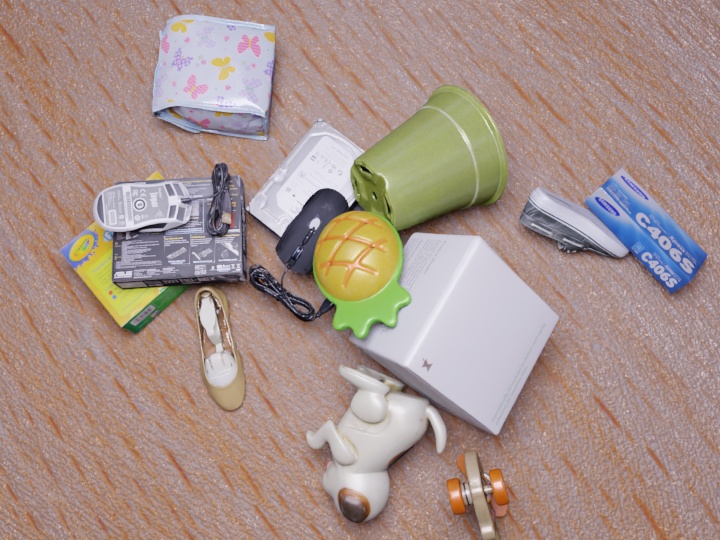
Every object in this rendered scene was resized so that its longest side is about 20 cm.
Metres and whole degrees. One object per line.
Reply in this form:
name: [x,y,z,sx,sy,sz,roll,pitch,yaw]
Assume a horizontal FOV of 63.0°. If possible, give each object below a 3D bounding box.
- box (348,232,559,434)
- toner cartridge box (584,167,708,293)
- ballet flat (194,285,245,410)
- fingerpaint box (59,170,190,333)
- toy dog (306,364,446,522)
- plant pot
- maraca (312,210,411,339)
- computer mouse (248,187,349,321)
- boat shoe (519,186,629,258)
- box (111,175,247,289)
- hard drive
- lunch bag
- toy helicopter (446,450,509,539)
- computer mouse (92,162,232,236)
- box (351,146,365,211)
box: [0.133,0.083,0.850,0.199,0.171,0.201,38,77,-24]
toner cartridge box: [0.468,-0.069,0.965,0.094,0.043,0.201,-33,77,-38]
ballet flat: [-0.231,0.121,0.932,0.067,0.063,0.204,-16,78,-3]
fingerpaint box: [-0.350,-0.030,0.962,0.200,0.073,0.167,-43,81,-11]
toy dog: [0.016,0.263,0.868,0.191,0.139,0.203,22,89,10]
plant pot: [0.091,-0.151,0.907,0.188,0.200,0.202,-30,78,-19]
maraca: [0.000,0.000,0.828,0.135,0.107,0.203,-23,55,10]
computer mouse: [-0.065,-0.022,0.901,0.140,0.046,0.201,40,82,-2]
boat shoe: [0.350,-0.066,0.973,0.197,0.073,0.071,28,121,-11]
box: [-0.277,-0.060,0.908,0.195,0.050,0.161,-4,75,-4]
hard drive: [-0.074,-0.133,0.966,0.139,0.038,0.201,37,81,8]
lunch bag: [-0.248,-0.330,1.008,0.196,0.127,0.173,5,79,-9]
toy helicopter: [0.184,0.358,0.861,0.077,0.132,0.204,-15,101,8]
computer mouse: [-0.289,-0.097,0.871,0.196,0.044,0.112,-7,79,-11]
box: [-0.054,-0.109,0.998,0.198,0.042,0.120,-30,79,-9]
